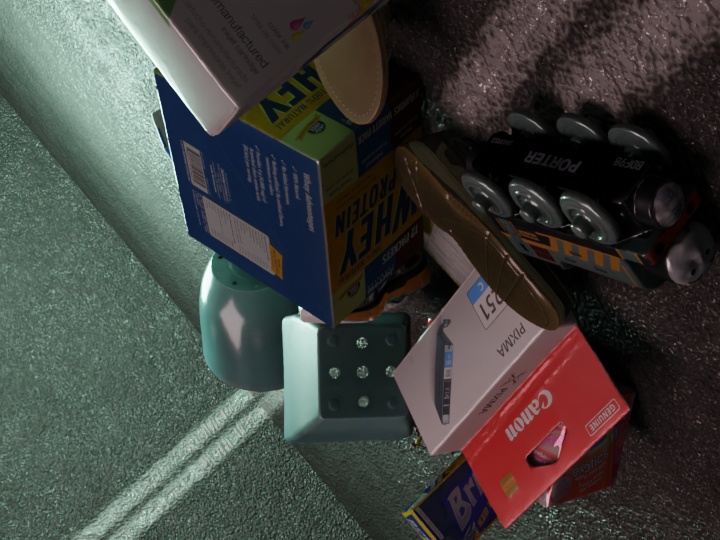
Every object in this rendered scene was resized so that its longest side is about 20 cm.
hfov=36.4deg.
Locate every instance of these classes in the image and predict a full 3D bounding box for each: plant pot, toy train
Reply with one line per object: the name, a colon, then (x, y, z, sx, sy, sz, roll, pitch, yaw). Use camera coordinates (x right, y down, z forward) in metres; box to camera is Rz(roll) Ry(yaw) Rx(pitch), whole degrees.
plant pot: (-0.007, 0.111, 1.155, 0.200, 0.138, 0.144, 136, 133, -80)
toy train: (0.154, -0.046, 0.754, 0.114, 0.086, 0.199, 45, 167, -32)
plant pot: (-0.139, 0.042, 1.558, 0.200, 0.199, 0.163, 38, 148, 36)

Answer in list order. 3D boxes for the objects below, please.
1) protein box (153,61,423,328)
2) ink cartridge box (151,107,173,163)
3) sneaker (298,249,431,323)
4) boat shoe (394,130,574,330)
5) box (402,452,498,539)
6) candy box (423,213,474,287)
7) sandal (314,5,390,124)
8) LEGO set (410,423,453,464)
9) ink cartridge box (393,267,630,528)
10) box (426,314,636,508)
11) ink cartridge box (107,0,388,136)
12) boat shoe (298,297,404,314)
protein box: (-0.059, -0.097, 0.993, 0.198, 0.135, 0.201, 30, 144, 29)
ink cartridge box: (-0.178, -0.121, 1.414, 0.201, 0.083, 0.145, 59, 179, -30)
sneaker: (0.000, 0.000, 1.092, 0.077, 0.199, 0.079, 1, 109, 32)
boat shoe: (0.110, -0.042, 0.893, 0.201, 0.066, 0.072, 48, 161, 22)
box: (0.138, 0.207, 1.131, 0.070, 0.199, 0.064, 47, 165, 7)
candy box: (0.051, -0.071, 1.062, 0.200, 0.026, 0.102, 48, 167, 10)
sandal: (-0.007, -0.210, 0.864, 0.078, 0.069, 0.214, -48, 60, 41)
LEGO set: (0.125, 0.201, 1.303, 0.154, 0.116, 0.201, 44, 164, 19)
ink cartridge box: (0.123, 0.104, 0.958, 0.201, 0.044, 0.178, -56, 50, 40)
box: (0.150, 0.122, 1.039, 0.199, 0.093, 0.104, 32, 121, 47)
ink cartridge box: (-0.062, -0.213, 0.736, 0.146, 0.199, 0.087, 52, 161, -7)
boat shoe: (-0.048, 0.013, 1.268, 0.199, 0.087, 0.075, 22, -166, -1)
